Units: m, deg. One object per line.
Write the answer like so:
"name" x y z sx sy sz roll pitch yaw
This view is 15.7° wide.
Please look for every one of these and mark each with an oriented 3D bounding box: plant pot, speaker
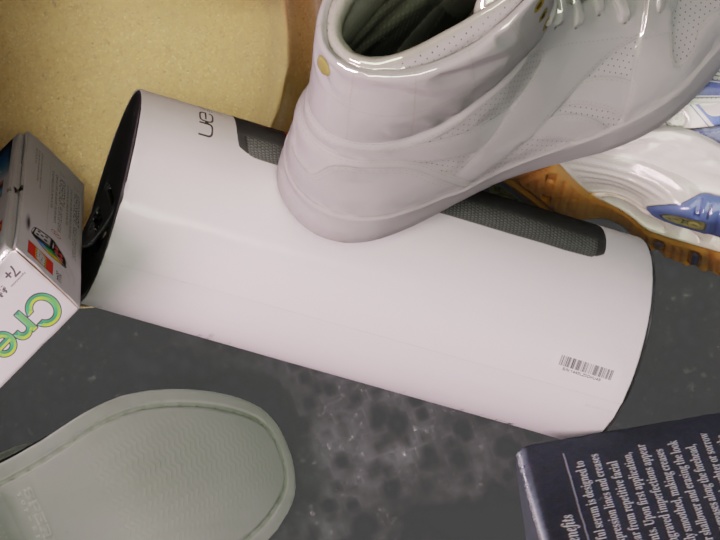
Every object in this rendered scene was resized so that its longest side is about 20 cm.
"plant pot" -0.109 -0.086 0.981 0.198 0.027 0.202 0 91 0
"speaker" 0.000 0.000 0.939 0.199 0.081 0.082 16 90 -12

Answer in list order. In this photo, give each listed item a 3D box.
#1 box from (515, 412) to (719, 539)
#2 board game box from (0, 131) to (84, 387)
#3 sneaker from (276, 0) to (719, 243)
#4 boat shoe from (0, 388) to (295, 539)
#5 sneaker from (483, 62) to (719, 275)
"box" 0.166 0.134 0.923 0.198 0.107 0.149 -10 116 0
"board game box" -0.175 0.048 0.913 0.035 0.126 0.200 42 102 -18
"sneaker" 0.065 -0.090 0.878 0.199 0.116 0.074 -31 68 -22
"boat shoe" -0.112 0.093 0.936 0.199 0.060 0.076 -11 81 -40
"sneaker" 0.088 -0.064 0.972 0.199 0.075 0.089 19 73 -3
